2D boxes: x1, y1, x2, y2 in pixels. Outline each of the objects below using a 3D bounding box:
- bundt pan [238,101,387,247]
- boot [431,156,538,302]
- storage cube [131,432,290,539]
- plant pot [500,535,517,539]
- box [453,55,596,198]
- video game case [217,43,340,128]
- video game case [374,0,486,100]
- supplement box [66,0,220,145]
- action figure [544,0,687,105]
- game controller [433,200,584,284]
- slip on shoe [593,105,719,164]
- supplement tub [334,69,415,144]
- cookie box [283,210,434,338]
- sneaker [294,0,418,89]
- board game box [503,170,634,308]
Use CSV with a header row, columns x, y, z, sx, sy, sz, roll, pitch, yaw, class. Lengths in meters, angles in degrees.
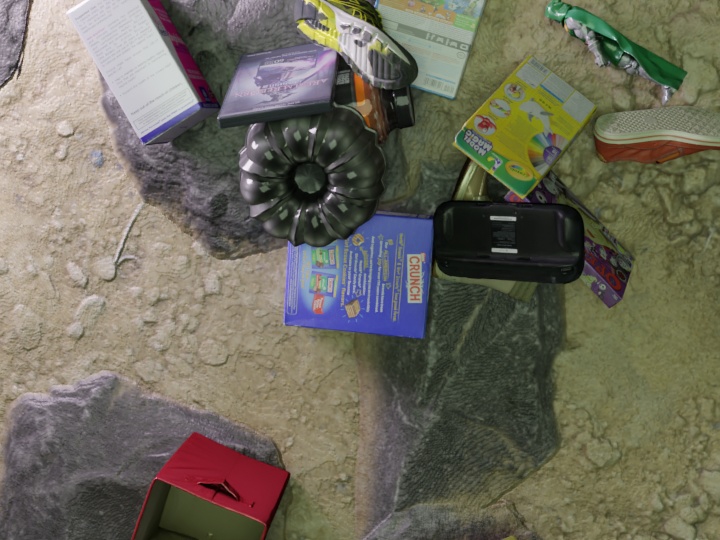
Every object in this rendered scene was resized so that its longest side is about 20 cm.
x,y,z,sx,sy,sz,roll,pitch,yaw,class
-0.066,-0.118,1.111,0.201,0.076,0.203,2,111,5,bundt pan
0.194,-0.064,1.187,0.154,0.072,0.201,17,109,5,boot
-0.219,0.369,1.261,0.170,0.180,0.201,22,101,2,storage cube
0.168,0.483,1.245,0.192,0.200,0.201,-25,97,-2,plant pot
0.207,-0.178,1.106,0.117,0.200,0.048,39,145,6,box
-0.100,-0.247,1.128,0.142,0.200,0.019,-7,124,8,video game case
0.091,-0.349,1.173,0.143,0.018,0.201,18,102,4,video game case
-0.293,-0.285,1.186,0.103,0.101,0.201,-30,96,11,supplement box
0.325,-0.290,1.125,0.200,0.118,0.055,38,115,7,action figure
0.188,-0.037,1.120,0.199,0.042,0.105,4,104,24,game controller
0.408,-0.175,1.152,0.199,0.074,0.061,-3,135,1,slip on shoe
-0.029,-0.213,1.167,0.199,0.107,0.107,-7,100,8,supplement tub
0.000,0.000,1.219,0.199,0.075,0.172,6,101,6,cookie box
0.006,-0.309,1.117,0.200,0.085,0.075,39,145,21,sneaker
0.282,-0.054,1.155,0.200,0.120,0.032,46,131,-4,board game box
